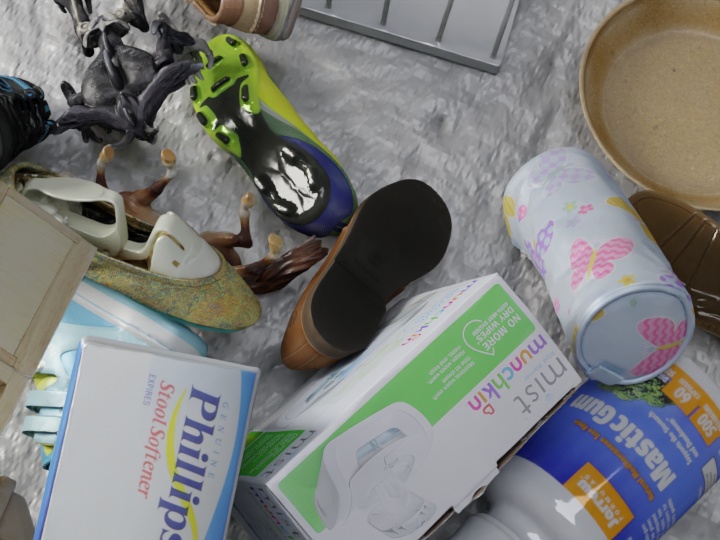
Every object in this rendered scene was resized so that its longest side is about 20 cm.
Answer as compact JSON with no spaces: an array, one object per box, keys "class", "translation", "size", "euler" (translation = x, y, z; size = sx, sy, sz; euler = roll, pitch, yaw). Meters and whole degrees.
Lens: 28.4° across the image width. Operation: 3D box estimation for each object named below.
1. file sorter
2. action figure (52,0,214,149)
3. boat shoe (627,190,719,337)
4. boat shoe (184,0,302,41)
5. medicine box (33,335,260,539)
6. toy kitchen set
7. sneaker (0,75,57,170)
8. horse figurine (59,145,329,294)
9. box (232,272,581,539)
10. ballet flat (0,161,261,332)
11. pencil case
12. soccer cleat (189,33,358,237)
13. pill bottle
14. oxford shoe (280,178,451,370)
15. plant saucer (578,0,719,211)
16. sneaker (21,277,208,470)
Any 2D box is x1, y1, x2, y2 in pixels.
[{"class":"file sorter","translation":[0.040,-0.268,1.113],"size":[0.200,0.125,0.139],"euler":[17,69,0]},{"class":"action figure","translation":[-0.169,-0.150,1.046],"size":[0.119,0.102,0.200],"euler":[-26,55,9]},{"class":"boat shoe","translation":[0.273,0.018,1.066],"size":[0.200,0.063,0.073],"euler":[44,100,13]},{"class":"boat shoe","translation":[-0.113,-0.236,1.072],"size":[0.072,0.076,0.200],"euler":[-2,30,-31]},{"class":"medicine box","translation":[-0.135,0.144,0.836],"size":[0.103,0.200,0.182],"euler":[12,79,-8]},{"class":"toy kitchen set","translation":[-0.254,0.079,0.932],"size":[0.163,0.200,0.181],"euler":[38,58,-27]},{"class":"sneaker","translation":[-0.255,-0.111,0.993],"size":[0.082,0.200,0.073],"euler":[-13,107,-16]},{"class":"horse figurine","translation":[-0.128,-0.027,1.015],"size":[0.200,0.133,0.050],"euler":[26,54,-11]},{"class":"box","translation":[0.016,0.107,0.928],"size":[0.200,0.176,0.097],"euler":[-41,96,-18]},{"class":"ballet flat","translation":[-0.155,-0.019,0.954],"size":[0.200,0.071,0.071],"euler":[22,68,-2]},{"class":"pencil case","translation":[0.161,-0.007,0.999],"size":[0.091,0.083,0.200],"euler":[-39,32,13]},{"class":"soccer cleat","translation":[-0.066,-0.099,1.075],"size":[0.065,0.084,0.200],"euler":[-42,58,13]},{"class":"pill bottle","translation":[0.157,0.149,0.970],"size":[0.200,0.112,0.112],"euler":[-40,77,-19]},{"class":"oxford shoe","translation":[0.000,0.000,1.028],"size":[0.071,0.071,0.200],"euler":[47,46,-5]},{"class":"plant saucer","translation":[0.268,-0.132,1.131],"size":[0.200,0.035,0.200],"euler":[2,68,-5]},{"class":"sneaker","translation":[-0.220,0.062,0.986],"size":[0.200,0.080,0.131],"euler":[24,78,15]}]
